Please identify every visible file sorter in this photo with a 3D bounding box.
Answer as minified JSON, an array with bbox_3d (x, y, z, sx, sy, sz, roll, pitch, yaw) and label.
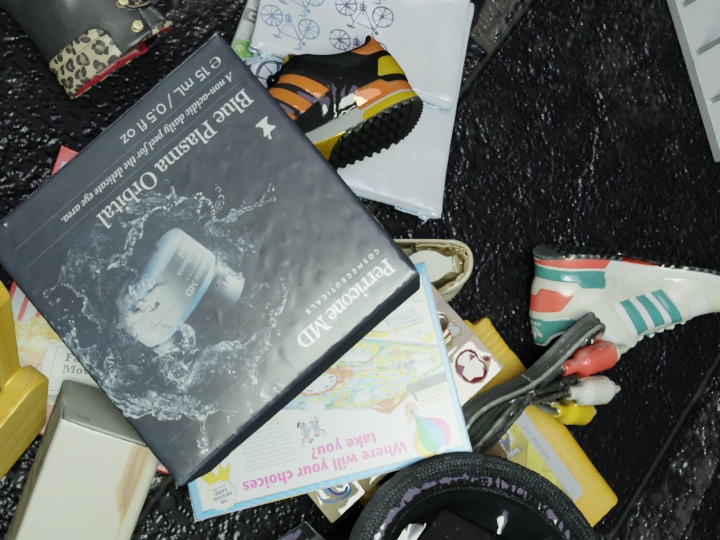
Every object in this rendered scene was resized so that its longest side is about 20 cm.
[{"bbox_3d":[0.380,-0.222,1.021,0.137,0.124,0.203,-15,87,-19],"label":"file sorter"}]

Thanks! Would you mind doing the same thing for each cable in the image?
[{"bbox_3d":[0.144,0.092,0.870,0.199,0.050,0.098,-15,130,-50],"label":"cable"}]

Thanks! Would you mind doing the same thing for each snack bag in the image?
[{"bbox_3d":[-0.005,-0.155,0.920,0.186,0.021,0.203,14,78,-16],"label":"snack bag"}]

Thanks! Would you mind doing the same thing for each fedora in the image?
[{"bbox_3d":[0.072,0.223,0.789,0.198,0.092,0.203,2,81,-15],"label":"fedora"}]

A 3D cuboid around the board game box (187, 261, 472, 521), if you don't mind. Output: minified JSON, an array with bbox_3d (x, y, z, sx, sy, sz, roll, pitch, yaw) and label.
[{"bbox_3d":[-0.033,0.085,0.798,0.197,0.034,0.136,-14,83,2],"label":"board game box"}]

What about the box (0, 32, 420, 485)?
[{"bbox_3d":[-0.095,-0.005,0.735,0.196,0.117,0.200,-41,85,-1],"label":"box"}]

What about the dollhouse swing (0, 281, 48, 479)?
[{"bbox_3d":[-0.317,0.055,0.694,0.199,0.176,0.182,35,72,10],"label":"dollhouse swing"}]

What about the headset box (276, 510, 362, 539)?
[{"bbox_3d":[-0.012,0.287,0.840,0.148,0.077,0.201,-30,91,-20],"label":"headset box"}]

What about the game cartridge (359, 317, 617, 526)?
[{"bbox_3d":[0.090,0.162,0.916,0.176,0.032,0.201,-38,95,-19],"label":"game cartridge"}]

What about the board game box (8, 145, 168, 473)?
[{"bbox_3d":[-0.183,0.031,0.838,0.150,0.046,0.202,19,76,-15],"label":"board game box"}]

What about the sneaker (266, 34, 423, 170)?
[{"bbox_3d":[-0.056,-0.117,0.862,0.198,0.070,0.091,-21,67,-15],"label":"sneaker"}]

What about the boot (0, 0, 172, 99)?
[{"bbox_3d":[-0.190,-0.239,0.840,0.199,0.073,0.151,-35,97,6],"label":"boot"}]

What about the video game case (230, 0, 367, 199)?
[{"bbox_3d":[-0.042,-0.153,0.929,0.142,0.018,0.202,22,75,-15],"label":"video game case"}]

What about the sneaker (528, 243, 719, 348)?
[{"bbox_3d":[0.230,0.034,0.973,0.197,0.070,0.095,6,99,-20],"label":"sneaker"}]

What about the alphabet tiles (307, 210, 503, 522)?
[{"bbox_3d":[-0.023,0.050,0.825,0.167,0.008,0.200,-41,83,-3],"label":"alphabet tiles"}]

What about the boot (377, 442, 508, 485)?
[{"bbox_3d":[0.029,0.120,0.870,0.199,0.074,0.076,38,42,-2],"label":"boot"}]

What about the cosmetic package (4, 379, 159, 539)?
[{"bbox_3d":[-0.199,0.186,0.752,0.070,0.105,0.202,20,95,-15],"label":"cosmetic package"}]

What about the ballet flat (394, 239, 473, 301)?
[{"bbox_3d":[0.000,0.000,0.884,0.198,0.069,0.070,-4,83,-24],"label":"ballet flat"}]
